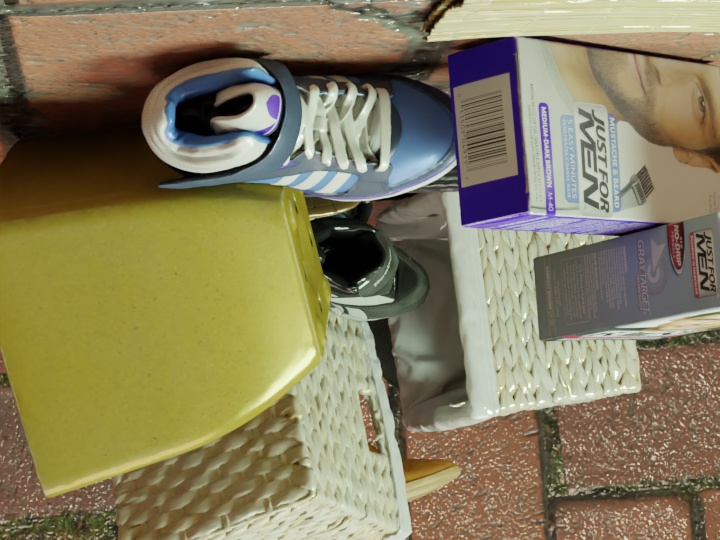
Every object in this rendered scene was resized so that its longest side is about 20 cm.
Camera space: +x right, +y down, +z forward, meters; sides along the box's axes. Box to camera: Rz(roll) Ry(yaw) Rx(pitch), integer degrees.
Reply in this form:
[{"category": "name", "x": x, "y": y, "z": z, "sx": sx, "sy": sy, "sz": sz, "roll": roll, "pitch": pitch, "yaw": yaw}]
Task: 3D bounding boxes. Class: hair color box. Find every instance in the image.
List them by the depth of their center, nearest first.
[{"category": "hair color box", "x": 0.147, "y": -0.080, "z": 1.362, "sx": 0.199, "sy": 0.110, "sz": 0.065, "roll": 2, "pitch": 171, "yaw": -45}, {"category": "hair color box", "x": 0.209, "y": 0.007, "z": 1.408, "sx": 0.098, "sy": 0.061, "sz": 0.200, "roll": 0, "pitch": 172, "yaw": -30}]

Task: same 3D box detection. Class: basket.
[{"category": "basket", "x": -0.092, "y": 0.141, "z": 1.762, "sx": 0.199, "sy": 0.199, "sz": 0.161, "roll": -22, "pitch": 154, "yaw": 23}, {"category": "basket", "x": 0.122, "y": 0.026, "z": 1.859, "sx": 0.160, "sy": 0.201, "sz": 0.198, "roll": -8, "pitch": 175, "yaw": -18}]

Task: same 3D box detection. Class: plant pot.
[{"category": "plant pot", "x": -0.127, "y": 0.009, "z": 1.449, "sx": 0.199, "sy": 0.195, "sz": 0.196, "roll": -12, "pitch": -162, "yaw": 7}]

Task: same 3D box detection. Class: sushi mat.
[{"category": "sushi mat", "x": 0.139, "y": -0.145, "z": 1.216, "sx": 0.199, "sy": 0.012, "sz": 0.096, "roll": -3, "pitch": 174, "yaw": -11}]

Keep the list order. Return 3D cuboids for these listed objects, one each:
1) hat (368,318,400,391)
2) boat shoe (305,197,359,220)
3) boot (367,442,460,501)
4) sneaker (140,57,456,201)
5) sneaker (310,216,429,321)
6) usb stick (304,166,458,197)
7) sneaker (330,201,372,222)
[{"category": "hat", "x": 0.090, "y": 0.042, "z": 2.000, "sx": 0.199, "sy": 0.202, "sz": 0.081, "roll": -5, "pitch": 179, "yaw": 7}, {"category": "boat shoe", "x": -0.096, "y": -0.053, "z": 1.613, "sx": 0.199, "sy": 0.074, "sz": 0.063, "roll": -3, "pitch": 171, "yaw": -15}, {"category": "boot", "x": -0.025, "y": 0.141, "z": 1.871, "sx": 0.200, "sy": 0.145, "sz": 0.071, "roll": -15, "pitch": 163, "yaw": 3}, {"category": "sneaker", "x": -0.033, "y": -0.086, "z": 1.315, "sx": 0.199, "sy": 0.081, "sz": 0.146, "roll": 2, "pitch": 180, "yaw": 3}, {"category": "sneaker", "x": 0.000, "y": 0.000, "z": 1.703, "sx": 0.090, "sy": 0.067, "sz": 0.199, "roll": 2, "pitch": 168, "yaw": 43}, {"category": "usb stick", "x": -0.015, "y": -0.076, "z": 1.572, "sx": 0.199, "sy": 0.056, "sz": 0.033, "roll": -2, "pitch": 134, "yaw": -9}, {"category": "sneaker", "x": -0.031, "y": -0.035, "z": 1.812, "sx": 0.089, "sy": 0.079, "sz": 0.200, "roll": -10, "pitch": 176, "yaw": 2}]
